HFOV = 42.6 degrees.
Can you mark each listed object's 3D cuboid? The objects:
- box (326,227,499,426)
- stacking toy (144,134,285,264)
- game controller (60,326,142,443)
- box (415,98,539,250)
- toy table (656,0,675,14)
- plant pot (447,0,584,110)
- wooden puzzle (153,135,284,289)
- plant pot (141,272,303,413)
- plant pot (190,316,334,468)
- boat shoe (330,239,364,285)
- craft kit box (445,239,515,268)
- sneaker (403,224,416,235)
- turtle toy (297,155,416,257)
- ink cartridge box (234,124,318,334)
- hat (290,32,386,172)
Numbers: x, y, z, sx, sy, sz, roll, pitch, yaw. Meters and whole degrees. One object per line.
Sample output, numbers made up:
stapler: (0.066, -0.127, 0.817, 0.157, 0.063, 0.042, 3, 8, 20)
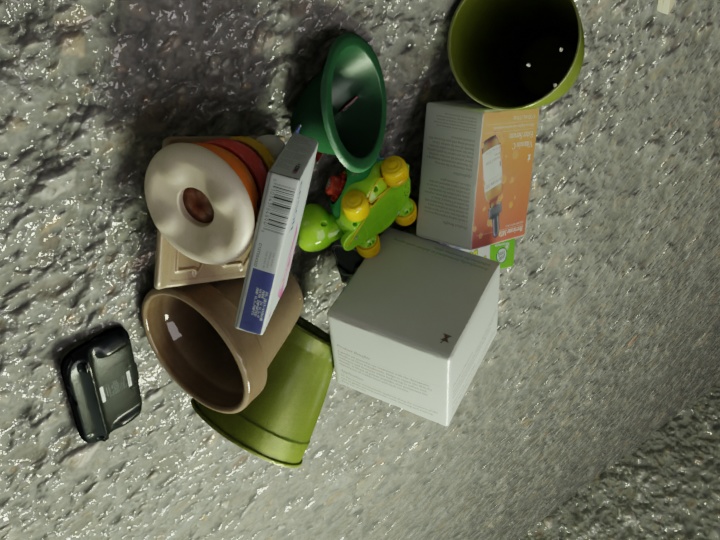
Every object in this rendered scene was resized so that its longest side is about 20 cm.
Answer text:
box: (0.083, 0.080, 1.386, 0.201, 0.197, 0.172, -56, 154, -35)
stacking toy: (-0.144, -0.113, 1.091, 0.200, 0.145, 0.147, -48, 160, -48)
game controller: (-0.360, 0.164, 1.303, 0.104, 0.042, 0.201, -40, 151, -34)
box: (0.175, -0.149, 1.385, 0.151, 0.106, 0.203, -15, 115, -47)
toy table: (0.489, -0.495, 1.391, 0.118, 0.183, 0.201, -52, 142, -19)
plant pot: (0.245, -0.312, 1.327, 0.188, 0.187, 0.199, -55, 160, 16)
wooden puzzle: (-0.184, -0.080, 1.173, 0.199, 0.046, 0.188, -11, 114, -47)
plant pot: (-0.175, 0.065, 1.280, 0.175, 0.199, 0.202, -43, 153, -39)
plant pot: (-0.128, 0.168, 1.435, 0.194, 0.199, 0.200, -59, 146, 1)
boat shoe: (0.000, 0.000, 1.462, 0.200, 0.072, 0.063, 52, 47, -61)
craft kit box: (0.184, -0.093, 1.529, 0.198, 0.048, 0.200, -11, 111, -41)
sneaker: (0.105, -0.058, 1.541, 0.199, 0.075, 0.077, -19, 129, -47)
turtle toy: (-0.008, -0.094, 1.332, 0.200, 0.101, 0.146, -40, 152, -12)
ink cartridge box: (-0.093, -0.054, 1.108, 0.200, 0.043, 0.198, -72, 177, -65)
hat: (-0.078, -0.201, 1.217, 0.165, 0.174, 0.203, 31, 63, -56)
